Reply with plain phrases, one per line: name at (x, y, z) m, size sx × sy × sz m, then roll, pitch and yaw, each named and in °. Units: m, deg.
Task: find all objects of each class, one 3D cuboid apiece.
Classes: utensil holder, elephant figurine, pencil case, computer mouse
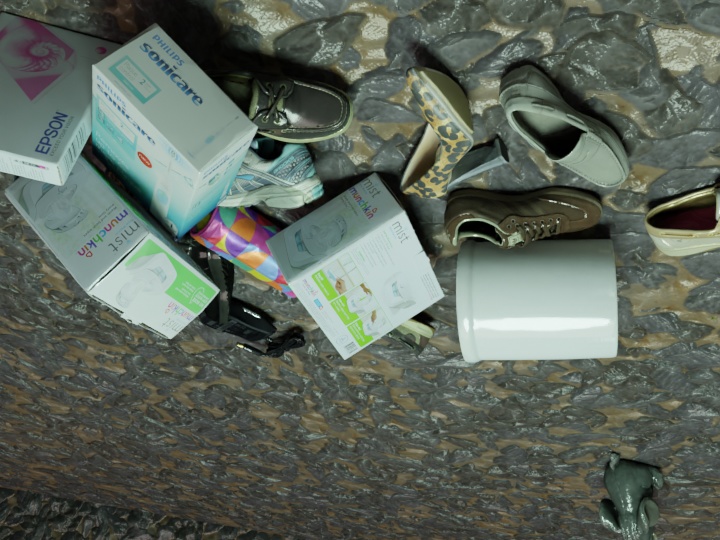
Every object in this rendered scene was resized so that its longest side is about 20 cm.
utensil holder at (0.241, 0.039, 1.016) m, size 0.199 × 0.171 × 0.170 m, roll -3°, pitch 145°, yaw 15°
elephant figurine at (0.586, 0.521, 1.601) m, size 0.154 × 0.201 × 0.142 m, roll 12°, pitch 147°, yaw -1°
pencil case at (-0.150, -0.036, 1.092) m, size 0.200 × 0.089 × 0.088 m, roll 34°, pitch 140°, yaw -31°
computer mouse at (-0.208, 0.105, 1.364) m, size 0.199 × 0.046 × 0.140 m, roll 22°, pitch 150°, yaw -24°

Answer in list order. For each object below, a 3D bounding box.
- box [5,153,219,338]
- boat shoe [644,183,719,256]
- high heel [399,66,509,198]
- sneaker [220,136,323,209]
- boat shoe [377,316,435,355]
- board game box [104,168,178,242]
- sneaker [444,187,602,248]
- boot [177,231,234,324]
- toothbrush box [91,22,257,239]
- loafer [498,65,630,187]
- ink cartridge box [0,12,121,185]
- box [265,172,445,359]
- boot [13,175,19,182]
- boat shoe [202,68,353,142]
box at (-0.288, -0.029, 0.890) m, size 0.176 × 0.097 × 0.200 m, roll 42°, pitch 173°, yaw 23°
boat shoe at (0.432, -0.069, 0.876) m, size 0.200 × 0.074 × 0.069 m, roll -21°, pitch 141°, yaw 40°
high heel at (0.067, -0.149, 0.862) m, size 0.142 × 0.072 × 0.200 m, roll -20°, pitch 145°, yaw 30°
sneaker at (-0.133, -0.132, 0.971) m, size 0.199 × 0.078 × 0.087 m, roll 3°, pitch 114°, yaw 35°
boat shoe at (0.027, 0.087, 1.223) m, size 0.199 × 0.065 × 0.073 m, roll 21°, pitch 179°, yaw -13°
board game box at (-0.259, -0.127, 0.983) m, size 0.136 × 0.035 × 0.200 m, roll 46°, pitch 140°, yaw -4°
sneaker at (0.207, -0.057, 0.960) m, size 0.199 × 0.076 × 0.071 m, roll 2°, pitch 146°, yaw 15°
boot at (-0.285, 0.002, 1.190) m, size 0.157 × 0.080 × 0.212 m, roll 3°, pitch 136°, yaw 0°
toothbrush box at (-0.206, -0.139, 0.802) m, size 0.146 × 0.085 × 0.200 m, roll 46°, pitch 154°, yaw -3°
loafer at (0.227, -0.144, 0.827) m, size 0.200 × 0.070 × 0.070 m, roll 29°, pitch 143°, yaw -26°
ink cartridge box at (-0.386, -0.198, 0.815) m, size 0.199 × 0.197 × 0.043 m, roll 14°, pitch 145°, yaw -5°
box at (0.000, 0.000, 1.018) m, size 0.176 × 0.097 × 0.200 m, roll -33°, pitch 138°, yaw 0°
boot at (-0.427, -0.146, 0.996) m, size 0.074 × 0.097 × 0.200 m, roll 0°, pitch 146°, yaw 17°
boat shoe at (-0.110, -0.185, 0.838) m, size 0.199 × 0.074 × 0.065 m, roll 6°, pitch -172°, yaw 7°
